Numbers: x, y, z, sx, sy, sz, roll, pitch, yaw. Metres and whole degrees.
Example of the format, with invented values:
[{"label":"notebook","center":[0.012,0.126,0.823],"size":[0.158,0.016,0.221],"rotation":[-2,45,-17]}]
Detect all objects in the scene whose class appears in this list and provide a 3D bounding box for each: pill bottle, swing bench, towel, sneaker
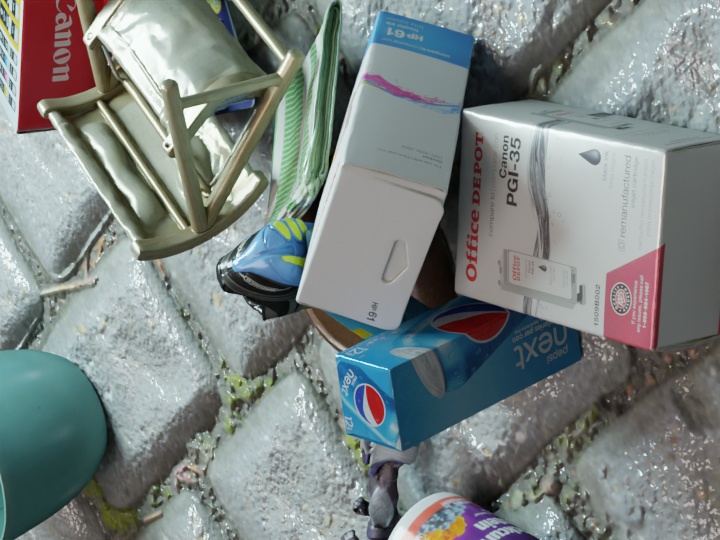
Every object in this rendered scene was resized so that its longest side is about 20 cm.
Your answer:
[{"label":"pill bottle","center":[0.120,0.268,1.752],"size":[0.199,0.111,0.112],"rotation":[25,126,40]},{"label":"swing bench","center":[-0.164,-0.152,1.797],"size":[0.199,0.129,0.201],"rotation":[53,145,31]},{"label":"towel","center":[-0.048,-0.112,1.736],"size":[0.200,0.023,0.154],"rotation":[127,151,-71]},{"label":"sneaker","center":[-0.053,0.000,1.721],"size":[0.082,0.199,0.071],"rotation":[-20,76,22]}]

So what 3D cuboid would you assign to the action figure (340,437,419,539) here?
[{"label":"action figure","center":[0.017,0.207,1.859],"size":[0.130,0.069,0.202],"rotation":[-94,5,-78]}]

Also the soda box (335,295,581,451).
[{"label":"soda box","center":[0.077,0.066,1.630],"size":[0.064,0.199,0.068],"rotation":[12,118,46]}]

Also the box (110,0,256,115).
[{"label":"box","center":[-0.157,-0.195,1.913],"size":[0.199,0.032,0.122],"rotation":[-3,106,52]}]

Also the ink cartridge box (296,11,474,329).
[{"label":"ink cartridge box","center":[0.020,-0.077,1.624],"size":[0.084,0.201,0.145],"rotation":[16,131,-4]}]

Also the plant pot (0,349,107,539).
[{"label":"plant pot","center":[-0.363,0.174,2.239],"size":[0.200,0.160,0.202],"rotation":[25,126,40]}]

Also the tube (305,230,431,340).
[{"label":"tube","center":[0.028,0.041,1.695],"size":[0.050,0.200,0.078],"rotation":[-37,41,21]}]

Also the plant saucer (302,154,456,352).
[{"label":"plant saucer","center":[0.000,0.000,1.826],"size":[0.200,0.034,0.202],"rotation":[26,126,42]}]

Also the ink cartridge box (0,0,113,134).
[{"label":"ink cartridge box","center":[-0.283,-0.235,1.961],"size":[0.176,0.083,0.201],"rotation":[-125,35,-48]}]

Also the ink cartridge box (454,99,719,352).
[{"label":"ink cartridge box","center":[0.165,-0.036,1.553],"size":[0.199,0.082,0.148],"rotation":[16,109,45]}]
